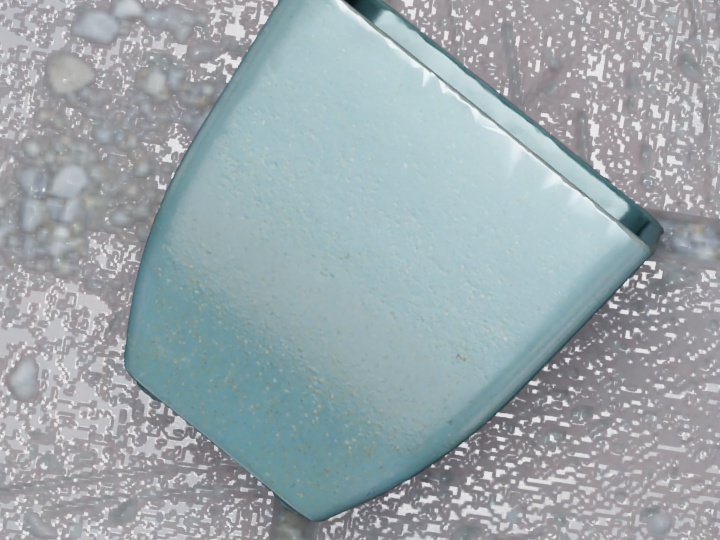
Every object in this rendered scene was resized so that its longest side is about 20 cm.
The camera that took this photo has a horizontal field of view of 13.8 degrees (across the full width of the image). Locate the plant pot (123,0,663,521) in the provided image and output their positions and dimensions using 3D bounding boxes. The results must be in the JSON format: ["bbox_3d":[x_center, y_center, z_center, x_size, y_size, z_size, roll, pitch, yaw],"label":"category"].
[{"bbox_3d":[0.000,0.000,1.372,0.196,0.196,0.200,39,97,3],"label":"plant pot"}]
